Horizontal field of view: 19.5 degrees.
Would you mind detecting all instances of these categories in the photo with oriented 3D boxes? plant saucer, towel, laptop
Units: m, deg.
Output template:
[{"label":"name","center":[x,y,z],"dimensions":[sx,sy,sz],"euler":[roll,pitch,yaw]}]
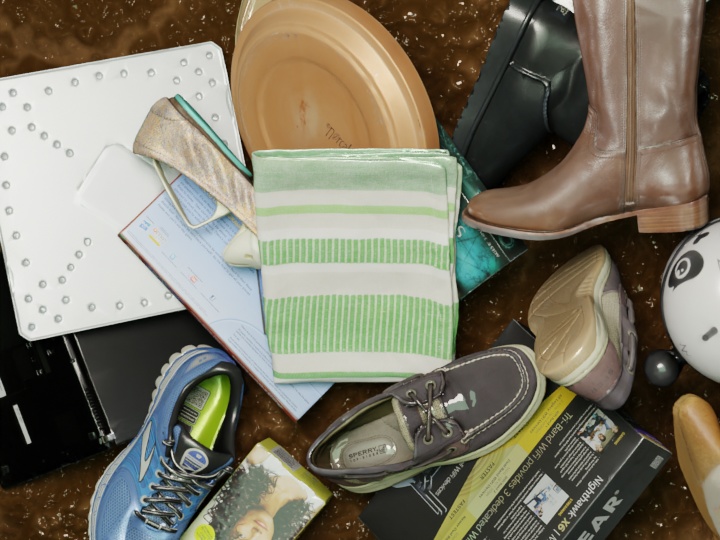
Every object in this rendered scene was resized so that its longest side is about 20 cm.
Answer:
[{"label":"plant saucer","center":[-0.026,-0.110,1.569],"dimensions":[0.199,0.032,0.202],"euler":[25,131,33]},{"label":"towel","center":[0.000,0.000,1.551],"dimensions":[0.151,0.023,0.201],"euler":[-1,124,2]},{"label":"laptop","center":[-0.221,0.056,1.679],"dimensions":[0.199,0.103,0.178],"euler":[-23,88,33]}]

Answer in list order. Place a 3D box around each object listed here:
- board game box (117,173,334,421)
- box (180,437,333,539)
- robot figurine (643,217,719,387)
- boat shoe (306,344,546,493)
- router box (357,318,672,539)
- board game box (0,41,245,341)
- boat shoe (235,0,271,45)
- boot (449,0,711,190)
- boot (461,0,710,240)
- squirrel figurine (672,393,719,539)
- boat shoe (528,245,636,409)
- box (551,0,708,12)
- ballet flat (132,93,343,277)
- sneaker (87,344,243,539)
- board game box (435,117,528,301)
[{"label":"board game box","center":[-0.083,0.009,1.623],"dimensions":[0.103,0.019,0.200],"euler":[-44,95,-12]},{"label":"box","center":[-0.113,0.231,1.650],"dimensions":[0.075,0.050,0.200],"euler":[39,97,5]},{"label":"robot figurine","center":[0.277,0.019,1.515],"dimensions":[0.124,0.200,0.152],"euler":[10,94,8]},{"label":"boat shoe","center":[0.046,0.114,1.562],"dimensions":[0.199,0.065,0.072],"euler":[-26,74,28]},{"label":"router box","center":[0.114,0.163,1.578],"dimensions":[0.200,0.052,0.157],"euler":[-52,51,7]},{"label":"board game box","center":[-0.187,-0.062,1.626],"dimensions":[0.198,0.026,0.202],"euler":[-12,90,-15]},{"label":"boat shoe","center":[-0.045,-0.244,1.616],"dimensions":[0.071,0.065,0.201],"euler":[26,96,6]},{"label":"boot","center":[0.159,-0.104,1.553],"dimensions":[0.162,0.073,0.199],"euler":[27,123,9]},{"label":"boot","center":[0.155,-0.126,1.469],"dimensions":[0.185,0.064,0.202],"euler":[-4,110,9]},{"label":"squirrel figurine","center":[0.350,0.162,1.555],"dimensions":[0.186,0.142,0.201],"euler":[-24,129,-17]},{"label":"boat shoe","center":[0.169,0.044,1.532],"dimensions":[0.072,0.200,0.065],"euler":[-39,103,16]},{"label":"box","center":[0.222,-0.219,1.589],"dimensions":[0.200,0.049,0.082],"euler":[-42,88,7]},{"label":"ballet flat","center":[-0.094,-0.045,1.589],"dimensions":[0.200,0.068,0.067],"euler":[44,90,1]},{"label":"sneaker","center":[-0.145,0.151,1.591],"dimensions":[0.078,0.089,0.201],"euler":[24,81,-18]},{"label":"board game box","center":[0.027,-0.065,1.590],"dimensions":[0.201,0.028,0.135],"euler":[55,140,4]}]
